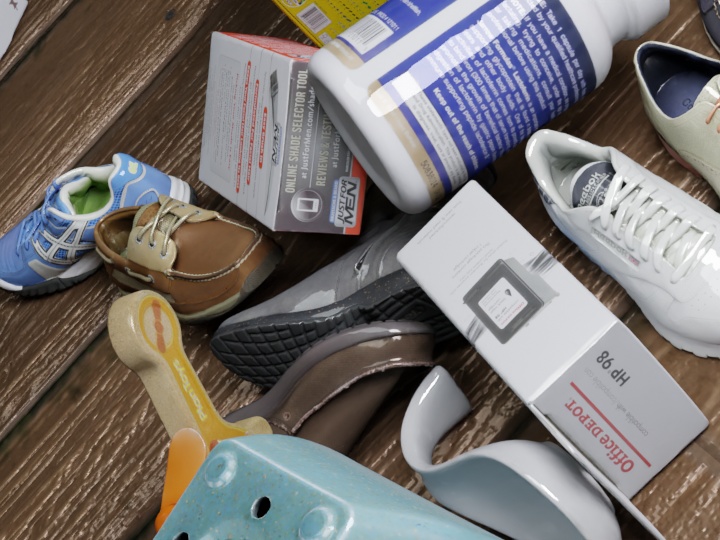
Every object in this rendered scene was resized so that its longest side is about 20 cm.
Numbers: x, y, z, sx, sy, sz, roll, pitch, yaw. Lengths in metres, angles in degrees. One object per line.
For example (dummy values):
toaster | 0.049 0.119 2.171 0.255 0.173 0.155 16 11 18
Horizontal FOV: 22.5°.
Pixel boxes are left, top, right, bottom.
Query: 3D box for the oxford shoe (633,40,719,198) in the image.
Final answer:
oxford shoe | 0.220 -0.071 1.031 0.071 0.074 0.200 -49 40 -1

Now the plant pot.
plant pot | -0.014 0.192 0.933 0.195 0.200 0.197 22 74 49

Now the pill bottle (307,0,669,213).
pill bottle | 0.078 -0.134 1.083 0.200 0.116 0.116 -35 40 -5

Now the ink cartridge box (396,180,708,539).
ink cartridge box | 0.114 0.048 1.000 0.067 0.116 0.200 -44 41 3

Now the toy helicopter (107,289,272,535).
toy helicopter | -0.093 0.107 1.031 0.079 0.201 0.132 -21 11 32

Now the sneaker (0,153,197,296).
sneaker | -0.221 -0.041 1.396 0.199 0.077 0.076 -23 48 29

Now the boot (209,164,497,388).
boot | 0.000 0.000 1.190 0.199 0.070 0.132 -15 42 27

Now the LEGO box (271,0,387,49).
LEGO box | -0.020 -0.231 1.274 0.077 0.200 0.149 -32 43 19

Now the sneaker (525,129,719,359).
sneaker | 0.168 -0.018 1.032 0.076 0.081 0.200 -49 43 -5

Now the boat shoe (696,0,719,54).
boat shoe | 0.230 -0.196 1.131 0.072 0.063 0.201 -31 43 18

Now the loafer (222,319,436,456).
loafer | -0.023 0.098 1.121 0.200 0.073 0.071 -38 65 31

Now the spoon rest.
spoon rest | 0.078 0.117 1.004 0.061 0.099 0.200 -41 29 -8

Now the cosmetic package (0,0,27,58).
cosmetic package | -0.419 -0.224 1.720 0.199 0.071 0.102 -2 58 40

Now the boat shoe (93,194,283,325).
boat shoe | -0.131 -0.012 1.262 0.076 0.074 0.200 -51 26 -24

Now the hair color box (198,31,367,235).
hair color box | -0.053 -0.096 1.223 0.200 0.064 0.111 -144 59 -68
